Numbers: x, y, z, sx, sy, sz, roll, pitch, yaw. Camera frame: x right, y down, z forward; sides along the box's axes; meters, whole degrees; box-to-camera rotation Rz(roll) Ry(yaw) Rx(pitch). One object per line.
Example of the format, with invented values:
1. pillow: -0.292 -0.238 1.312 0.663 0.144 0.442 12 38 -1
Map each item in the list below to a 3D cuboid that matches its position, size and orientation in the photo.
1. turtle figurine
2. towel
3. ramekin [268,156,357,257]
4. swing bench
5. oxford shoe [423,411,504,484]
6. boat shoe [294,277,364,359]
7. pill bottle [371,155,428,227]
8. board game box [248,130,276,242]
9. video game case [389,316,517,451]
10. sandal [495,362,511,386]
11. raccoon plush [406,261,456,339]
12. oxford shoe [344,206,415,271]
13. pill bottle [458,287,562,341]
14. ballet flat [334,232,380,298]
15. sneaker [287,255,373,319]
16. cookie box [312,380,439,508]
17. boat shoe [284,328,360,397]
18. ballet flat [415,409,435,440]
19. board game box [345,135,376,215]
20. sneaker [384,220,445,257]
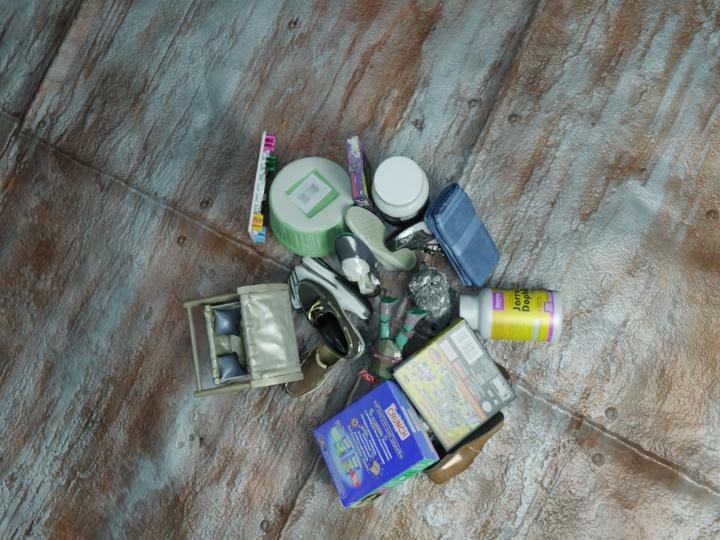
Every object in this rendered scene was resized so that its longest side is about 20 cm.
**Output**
1. turtle figurine: 0.066 0.162 1.326 0.148 0.101 0.202 14 111 11
2. towel: 0.205 -0.069 1.321 0.112 0.048 0.200 -51 121 -25
3. ramekin: -0.098 -0.139 1.371 0.198 0.098 0.202 -1 68 1
4. swing bench: -0.238 0.143 1.347 0.198 0.130 0.201 -14 81 23
5. oxford shoe: 0.216 0.359 1.337 0.199 0.071 0.071 -37 111 0
6. boat shoe: -0.070 0.093 1.321 0.072 0.060 0.201 -45 74 15
7. pill bottle: 0.082 -0.158 1.327 0.115 0.200 0.118 -1 83 7
8. board game box: -0.201 -0.166 1.365 0.026 0.200 0.202 8 85 -5
9. video game case: 0.185 0.224 1.297 0.180 0.025 0.201 -36 101 -5
10. sandal: 0.212 0.219 1.342 0.198 0.055 0.083 2 95 -7
11. raccoon plush: 0.163 0.078 1.325 0.096 0.134 0.201 -31 81 2
12. oxford shoe: 0.033 -0.058 1.348 0.057 0.200 0.076 -15 48 44
13. pill bottle: 0.299 0.088 1.324 0.198 0.104 0.105 1 84 7
14. ballet flat: 0.000 0.000 1.321 0.072 0.200 0.074 -8 60 14
15. sneaker: -0.073 0.062 1.397 0.200 0.076 0.116 39 99 17
16. cookie box: 0.028 0.345 1.301 0.199 0.075 0.172 -36 61 17
17. boat shoe: -0.087 0.188 1.375 0.202 0.075 0.075 -45 81 1
18. ballet flat: 0.121 0.330 1.340 0.074 0.074 0.201 36 89 9
19. board game box: 0.003 -0.186 1.339 0.032 0.200 0.121 -3 83 8
20. sneaker: 0.147 -0.064 1.342 0.199 0.080 0.087 -20 92 -25
